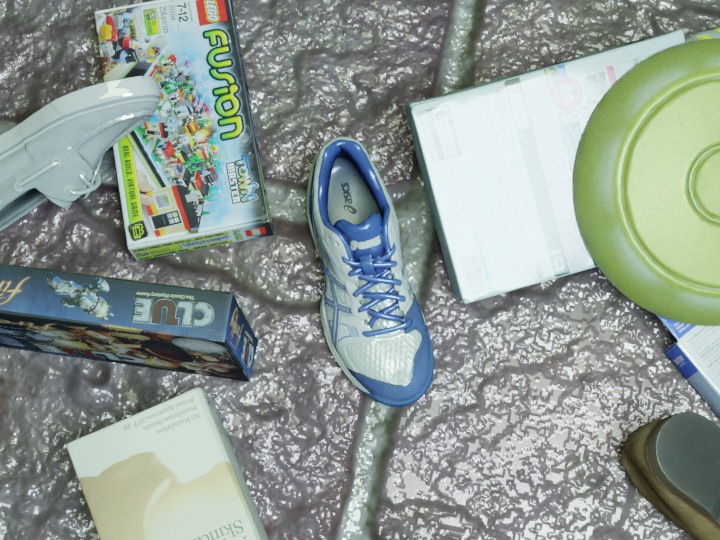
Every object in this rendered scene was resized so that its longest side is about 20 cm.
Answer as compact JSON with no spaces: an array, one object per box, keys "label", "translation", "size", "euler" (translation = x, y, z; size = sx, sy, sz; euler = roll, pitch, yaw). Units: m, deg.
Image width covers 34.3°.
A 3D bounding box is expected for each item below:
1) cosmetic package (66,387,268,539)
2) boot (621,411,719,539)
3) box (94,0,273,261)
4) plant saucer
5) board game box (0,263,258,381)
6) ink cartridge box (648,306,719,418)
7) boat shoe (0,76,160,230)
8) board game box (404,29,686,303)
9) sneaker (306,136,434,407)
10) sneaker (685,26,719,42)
[{"label":"cosmetic package","translation":[-0.115,0.194,0.799],"size":[0.105,0.071,0.200],"euler":[-24,75,-5]},{"label":"boot","translation":[0.261,0.176,0.799],"size":[0.200,0.075,0.074],"euler":[46,70,-1]},{"label":"box","translation":[-0.138,-0.115,0.906],"size":[0.110,0.035,0.200],"euler":[-11,74,-1]},{"label":"plant saucer","translation":[0.248,-0.060,0.802],"size":[0.199,0.031,0.201],"euler":[0,94,0]},{"label":"board game box","translation":[-0.179,0.036,0.813],"size":[0.200,0.136,0.035],"euler":[7,75,5]},{"label":"ink cartridge box","translation":[0.309,0.073,0.835],"size":[0.119,0.042,0.200],"euler":[-36,79,-9]},{"label":"boat shoe","translation":[-0.227,-0.078,0.863],"size":[0.200,0.072,0.069],"euler":[-24,86,13]},{"label":"board game box","translation":[0.147,-0.076,0.847],"size":[0.200,0.064,0.148],"euler":[-15,96,0]},{"label":"sneaker","translation":[0.000,0.000,0.842],"size":[0.075,0.088,0.200],"euler":[-18,76,-5]},{"label":"sneaker","translation":[0.307,-0.104,0.867],"size":[0.076,0.075,0.200],"euler":[-34,77,-6]}]
